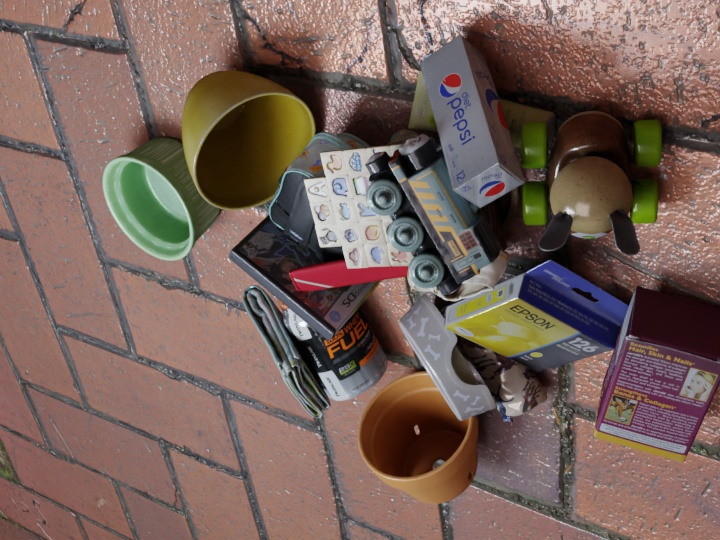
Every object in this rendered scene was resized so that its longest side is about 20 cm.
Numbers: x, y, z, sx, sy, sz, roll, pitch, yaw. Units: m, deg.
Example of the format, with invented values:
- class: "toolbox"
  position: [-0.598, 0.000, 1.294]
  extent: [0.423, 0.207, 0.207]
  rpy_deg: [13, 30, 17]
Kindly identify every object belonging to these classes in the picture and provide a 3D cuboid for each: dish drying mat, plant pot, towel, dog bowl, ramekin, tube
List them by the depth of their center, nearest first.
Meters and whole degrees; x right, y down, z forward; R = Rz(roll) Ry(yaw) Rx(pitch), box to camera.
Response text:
- class: "tube"
  position: [0.153, -0.199, 1.281]
  extent: [0.198, 0.058, 0.052]
  rpy_deg: [20, 154, 28]
- class: "dish drying mat"
  position: [0.000, 0.000, 1.415]
  extent: [0.196, 0.018, 0.077]
  rpy_deg: [-8, 156, 3]
- class: "plant pot"
  position: [-0.185, -0.213, 1.460]
  extent: [0.142, 0.198, 0.202]
  rpy_deg: [49, 147, 34]
- class: "dog bowl"
  position: [0.126, 0.136, 1.492]
  extent: [0.202, 0.058, 0.200]
  rpy_deg: [58, 179, 2]
- class: "plant pot"
  position: [0.111, 0.288, 1.631]
  extent: [0.198, 0.202, 0.141]
  rpy_deg: [8, 146, 34]
- class: "towel"
  position: [-0.126, 0.138, 1.683]
  extent: [0.201, 0.048, 0.172]
  rpy_deg: [59, 178, 42]
- class: "ramekin"
  position: [-0.335, -0.128, 1.699]
  extent: [0.198, 0.098, 0.202]
  rpy_deg: [22, 134, 24]

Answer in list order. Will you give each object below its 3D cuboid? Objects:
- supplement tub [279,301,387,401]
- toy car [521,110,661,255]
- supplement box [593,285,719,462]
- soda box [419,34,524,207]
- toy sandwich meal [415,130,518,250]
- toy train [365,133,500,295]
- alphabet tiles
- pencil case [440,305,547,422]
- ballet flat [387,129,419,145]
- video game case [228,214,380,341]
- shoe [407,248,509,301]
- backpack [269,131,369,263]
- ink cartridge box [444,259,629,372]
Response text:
- class: "supplement tub"
  position: [-0.048, 0.103, 1.640]
  extent: [0.121, 0.123, 0.202]
  rpy_deg: [-12, 116, 44]
- class: "toy car"
  position: [0.266, -0.074, 1.146]
  extent: [0.161, 0.201, 0.160]
  rpy_deg: [0, 126, 12]
- class: "supplement box"
  position: [0.395, 0.139, 1.309]
  extent: [0.129, 0.104, 0.202]
  rpy_deg: [16, 133, 10]
- class: "soda box"
  position: [0.133, -0.182, 1.200]
  extent: [0.068, 0.203, 0.063]
  rpy_deg: [-30, 145, 28]
- class: "toy sandwich meal"
  position: [0.126, -0.103, 1.367]
  extent: [0.203, 0.070, 0.207]
  rpy_deg: [22, 135, 24]
- class: "toy train"
  position: [0.088, -0.069, 1.223]
  extent: [0.113, 0.085, 0.202]
  rpy_deg: [-27, 103, 19]
- class: "alphabet tiles"
  position: [0.025, -0.081, 1.291]
  extent: [0.197, 0.006, 0.169]
  rpy_deg: [-3, 116, 24]
- class: "pencil case"
  position: [0.200, 0.129, 1.495]
  extent: [0.089, 0.078, 0.201]
  rpy_deg: [-23, 108, 32]
- class: "ballet flat"
  position: [0.094, -0.091, 1.304]
  extent: [0.067, 0.075, 0.201]
  rpy_deg: [-30, 98, 23]
- class: "video game case"
  position: [-0.072, -0.015, 1.516]
  extent: [0.199, 0.181, 0.026]
  rpy_deg: [39, 141, 5]
- class: "shoe"
  position: [0.124, 0.011, 1.347]
  extent: [0.069, 0.054, 0.199]
  rpy_deg: [18, 162, -27]
- class: "backpack"
  position: [-0.028, -0.104, 1.418]
  extent: [0.175, 0.154, 0.200]
  rpy_deg: [40, 164, 6]
- class: "ink cartridge box"
  position: [0.252, 0.071, 1.363]
  extent: [0.196, 0.048, 0.199]
  rpy_deg: [26, 149, -29]
